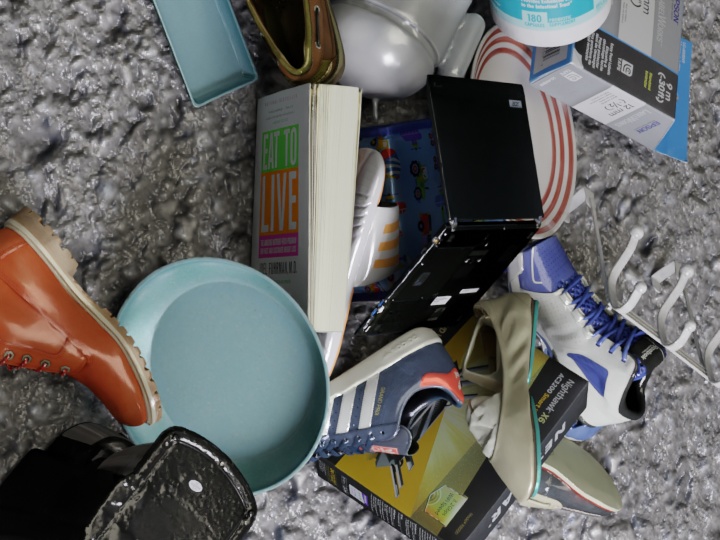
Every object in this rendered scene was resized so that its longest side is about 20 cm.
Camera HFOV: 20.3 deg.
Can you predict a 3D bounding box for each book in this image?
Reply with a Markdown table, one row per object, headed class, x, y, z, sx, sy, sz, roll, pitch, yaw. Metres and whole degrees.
| class | x | y | z | sx | sy | sz | roll | pitch | yaw |
| --- | --- | --- | --- | --- | --- | --- | --- | --- | --- |
| book | -0.052 | -0.049 | 1.680 | 0.048 | 0.133 | 0.201 | 3 | 87 | -26 |

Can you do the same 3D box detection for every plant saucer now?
| class | x | y | z | sx | sy | sz | roll | pitch | yaw |
| --- | --- | --- | --- | --- | --- | --- | --- | --- | --- |
| plant saucer | -0.151 | -0.242 | 1.688 | 0.070 | 0.019 | 0.201 | -27 | 103 | -29 |
| plant saucer | -0.110 | 0.084 | 1.633 | 0.036 | 0.199 | 0.201 | -29 | 108 | -65 |

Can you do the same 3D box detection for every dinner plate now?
| class | x | y | z | sx | sy | sz | roll | pitch | yaw |
| --- | --- | --- | --- | --- | --- | --- | --- | --- | --- |
| dinner plate | 0.143 | -0.127 | 1.836 | 0.200 | 0.024 | 0.201 | 20 | 66 | -56 |

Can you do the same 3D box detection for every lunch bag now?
| class | x | y | z | sx | sy | sz | roll | pitch | yaw |
| --- | --- | --- | --- | --- | --- | --- | --- | --- | --- |
| lunch bag | 0.063 | -0.061 | 1.794 | 0.199 | 0.094 | 0.152 | -13 | 98 | -47 |

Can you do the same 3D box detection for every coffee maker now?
| class | x | y | z | sx | sy | sz | roll | pitch | yaw |
| --- | --- | --- | --- | --- | --- | --- | --- | --- | --- |
| coffee maker | -0.206 | 0.202 | 1.542 | 0.192 | 0.200 | 0.135 | -27 | 102 | -30 |

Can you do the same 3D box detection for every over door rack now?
| class | x | y | z | sx | sy | sz | roll | pitch | yaw |
| --- | --- | --- | --- | --- | --- | --- | --- | --- | --- |
| over door rack | 0.274 | 0.005 | 1.851 | 0.148 | 0.200 | 0.067 | 36 | 108 | -26 |

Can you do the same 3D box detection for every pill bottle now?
| class | x | y | z | sx | sy | sz | roll | pitch | yaw |
| --- | --- | --- | --- | --- | --- | --- | --- | --- | --- |
| pill bottle | 0.160 | -0.301 | 1.738 | 0.111 | 0.111 | 0.201 | -40 | 142 | -26 |

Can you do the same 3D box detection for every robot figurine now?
| class | x | y | z | sx | sy | sz | roll | pitch | yaw |
| --- | --- | --- | --- | --- | --- | --- | --- | --- | --- |
| robot figurine | 0.032 | -0.232 | 1.746 | 0.169 | 0.113 | 0.201 | 32 | 73 | -15 |

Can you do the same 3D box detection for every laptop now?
| class | x | y | z | sx | sy | sz | roll | pitch | yaw |
| --- | --- | --- | --- | --- | --- | --- | --- | --- | --- |
| laptop | 0.069 | -0.052 | 1.684 | 0.103 | 0.200 | 0.177 | 48 | 24 | 21 |

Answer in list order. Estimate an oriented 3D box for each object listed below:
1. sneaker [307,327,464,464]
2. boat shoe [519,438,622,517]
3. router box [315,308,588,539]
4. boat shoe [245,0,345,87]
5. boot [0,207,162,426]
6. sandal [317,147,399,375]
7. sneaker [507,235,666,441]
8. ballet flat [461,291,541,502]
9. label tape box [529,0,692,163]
| class | x | y | z | sx | sy | sz | roll | pitch | yaw |
| --- | --- | --- | --- | --- | --- | --- | --- | --- | --- |
| sneaker | -0.002 | 0.133 | 1.688 | 0.199 | 0.075 | 0.085 | -34 | 73 | 1 |
| boat shoe | 0.158 | 0.188 | 1.856 | 0.199 | 0.071 | 0.063 | 26 | 118 | -32 |
| router box | 0.081 | 0.139 | 1.756 | 0.200 | 0.157 | 0.052 | -50 | 159 | -23 |
| boat shoe | -0.067 | -0.248 | 1.674 | 0.201 | 0.072 | 0.068 | 66 | 15 | 11 |
| boot | -0.245 | 0.061 | 1.591 | 0.107 | 0.075 | 0.200 | -41 | 96 | -22 |
| sandal | -0.004 | -0.002 | 1.683 | 0.059 | 0.079 | 0.208 | 7 | 106 | -28 |
| sneaker | 0.220 | 0.058 | 1.851 | 0.080 | 0.115 | 0.200 | -33 | 107 | -47 |
| ballet flat | 0.117 | 0.105 | 1.703 | 0.069 | 0.069 | 0.201 | 27 | 47 | -29 |
| label tape box | 0.258 | -0.207 | 1.897 | 0.199 | 0.066 | 0.144 | 23 | 61 | -28 |
